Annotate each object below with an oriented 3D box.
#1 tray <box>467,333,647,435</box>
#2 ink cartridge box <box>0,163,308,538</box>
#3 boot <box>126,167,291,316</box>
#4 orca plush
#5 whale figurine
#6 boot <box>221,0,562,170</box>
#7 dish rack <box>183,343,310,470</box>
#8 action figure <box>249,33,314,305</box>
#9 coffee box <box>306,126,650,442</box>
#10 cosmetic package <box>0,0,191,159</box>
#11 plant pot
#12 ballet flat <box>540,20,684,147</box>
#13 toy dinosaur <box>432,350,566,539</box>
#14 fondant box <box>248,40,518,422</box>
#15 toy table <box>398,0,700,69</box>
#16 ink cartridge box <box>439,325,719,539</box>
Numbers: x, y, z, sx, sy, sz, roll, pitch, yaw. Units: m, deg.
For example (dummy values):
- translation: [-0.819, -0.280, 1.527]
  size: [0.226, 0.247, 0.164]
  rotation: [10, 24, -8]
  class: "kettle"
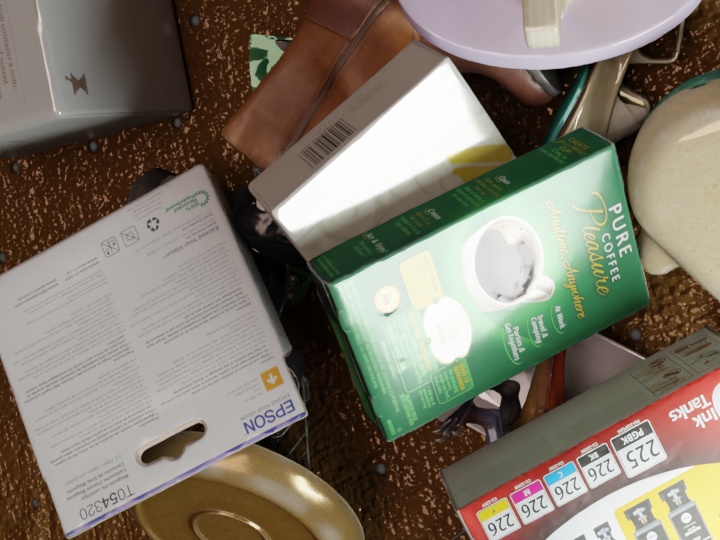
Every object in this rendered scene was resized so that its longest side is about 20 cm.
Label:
- translation: [0.158, 0.095, 0.916]
  size: [0.199, 0.022, 0.108]
  rotation: [28, 108, 24]
  class: "tray"
- translation: [-0.154, 0.057, 0.929]
  size: [0.195, 0.043, 0.202]
  rotation: [-27, 74, 7]
  class: "ink cartridge box"
- translation: [-0.118, 0.027, 1.012]
  size: [0.131, 0.070, 0.202]
  rotation: [17, 122, 30]
  class: "boot"
- translation: [0.000, 0.000, 0.905]
  size: [0.198, 0.071, 0.105]
  rotation: [28, 135, -8]
  class: "orca plush"
- translation: [0.250, -0.033, 0.820]
  size: [0.158, 0.104, 0.201]
  rotation: [-17, 112, 32]
  class: "whale figurine"
- translation: [0.017, -0.112, 0.897]
  size: [0.188, 0.068, 0.201]
  rotation: [37, 111, 6]
  class: "boot"
- translation: [-0.108, 0.134, 1.011]
  size: [0.152, 0.055, 0.202]
  rotation: [8, 121, 17]
  class: "dish rack"
- translation: [-0.042, -0.071, 0.991]
  size: [0.117, 0.055, 0.203]
  rotation: [11, 106, 25]
  class: "action figure"
- translation: [0.078, 0.008, 0.812]
  size: [0.198, 0.044, 0.124]
  rotation: [-27, 118, -10]
  class: "coffee box"
- translation: [-0.271, -0.184, 1.037]
  size: [0.198, 0.166, 0.170]
  rotation: [-9, 92, 30]
  class: "cosmetic package"
- translation: [-0.095, 0.192, 0.995]
  size: [0.198, 0.028, 0.201]
  rotation: [12, 141, 10]
  class: "plant pot"
- translation: [0.171, -0.133, 0.860]
  size: [0.069, 0.069, 0.202]
  rotation: [26, 107, 24]
  class: "ballet flat"
- translation: [0.124, 0.159, 0.886]
  size: [0.199, 0.105, 0.182]
  rotation: [-38, 98, 20]
  class: "toy dinosaur"
- translation: [0.044, -0.023, 0.844]
  size: [0.144, 0.200, 0.058]
  rotation: [-41, 30, -3]
  class: "fondant box"
- translation: [0.110, -0.203, 0.773]
  size: [0.198, 0.117, 0.186]
  rotation: [-15, 73, 9]
  class: "toy table"
- translation: [0.178, 0.163, 0.812]
  size: [0.199, 0.084, 0.177]
  rotation: [-29, 99, 0]
  class: "ink cartridge box"
